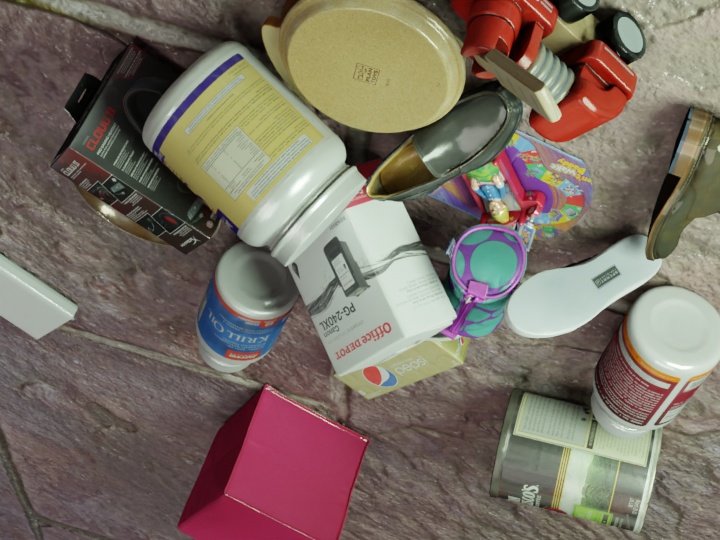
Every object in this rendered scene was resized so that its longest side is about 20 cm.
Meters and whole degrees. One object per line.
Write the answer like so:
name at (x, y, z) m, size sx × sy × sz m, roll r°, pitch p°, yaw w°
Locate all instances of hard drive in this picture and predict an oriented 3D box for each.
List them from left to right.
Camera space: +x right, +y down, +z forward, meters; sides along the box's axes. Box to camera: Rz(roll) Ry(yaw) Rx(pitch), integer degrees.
hard drive at (-0.534, 0.024, 1.834) m, size 0.200 × 0.026 × 0.132 m, roll 37°, pitch 143°, yaw -23°

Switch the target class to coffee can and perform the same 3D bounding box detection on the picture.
coffee can at (0.282, 0.248, 1.611) m, size 0.199 × 0.147 × 0.147 m, roll 12°, pitch 145°, yaw 11°

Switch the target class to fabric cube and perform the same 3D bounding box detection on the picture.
fabric cube at (-0.133, 0.329, 1.895) m, size 0.195 × 0.201 × 0.199 m, roll 30°, pitch 143°, yaw -12°

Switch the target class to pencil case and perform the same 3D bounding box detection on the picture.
pencil case at (0.131, 0.016, 1.372) m, size 0.085 × 0.093 × 0.200 m, roll 32°, pitch 166°, yaw 9°

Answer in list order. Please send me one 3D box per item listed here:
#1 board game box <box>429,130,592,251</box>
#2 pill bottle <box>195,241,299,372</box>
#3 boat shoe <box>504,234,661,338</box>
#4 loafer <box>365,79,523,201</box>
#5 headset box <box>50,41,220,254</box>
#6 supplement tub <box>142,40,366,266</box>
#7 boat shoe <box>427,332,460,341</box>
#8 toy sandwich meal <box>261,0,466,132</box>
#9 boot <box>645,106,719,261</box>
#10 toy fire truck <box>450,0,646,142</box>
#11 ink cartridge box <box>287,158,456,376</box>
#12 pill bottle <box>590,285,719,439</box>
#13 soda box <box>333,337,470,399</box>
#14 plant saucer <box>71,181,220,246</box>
board game box at (0.147, -0.085, 1.314) m, size 0.199 × 0.039 × 0.158 m, roll 24°, pitch 146°, yaw -6°
pill bottle at (-0.153, 0.055, 1.602) m, size 0.112 × 0.113 × 0.200 m, roll 23°, pitch 146°, yaw -4°
boat shoe at (0.231, 0.021, 1.315) m, size 0.070 × 0.199 × 0.066 m, roll 57°, pitch 157°, yaw 9°
loafer at (0.083, -0.121, 1.245) m, size 0.073 × 0.072 × 0.200 m, roll 55°, pitch 133°, yaw 5°
headset box at (-0.228, -0.136, 1.337) m, size 0.199 × 0.149 × 0.075 m, roll 35°, pitch 152°, yaw -19°
supplement tub at (-0.106, -0.117, 1.255) m, size 0.200 × 0.145 × 0.145 m, roll 44°, pitch 144°, yaw 1°
boat shoe at (0.042, 0.023, 1.496) m, size 0.199 × 0.074 × 0.060 m, roll 26°, pitch 151°, yaw 6°
toy sandwich meal at (0.009, -0.213, 1.192) m, size 0.204 × 0.071 × 0.206 m, roll 11°, pitch 144°, yaw 8°
boot at (0.342, -0.067, 1.208) m, size 0.096 × 0.075 × 0.201 m, roll 17°, pitch 144°, yaw 10°
toy fire truck at (0.158, -0.172, 1.046) m, size 0.176 × 0.201 × 0.128 m, roll 38°, pitch 143°, yaw -24°
ink cartridge box at (0.000, 0.000, 1.377) m, size 0.145 × 0.083 × 0.201 m, roll -35°, pitch 77°, yaw 50°
pill bottle at (0.336, 0.114, 1.427) m, size 0.112 × 0.113 × 0.200 m, roll 19°, pitch 146°, yaw 3°
soda box at (0.055, 0.104, 1.605) m, size 0.068 × 0.064 × 0.200 m, roll 37°, pitch 143°, yaw -22°
plant saucer at (-0.259, -0.105, 1.506) m, size 0.199 × 0.035 × 0.201 m, roll 14°, pitch 146°, yaw 10°
